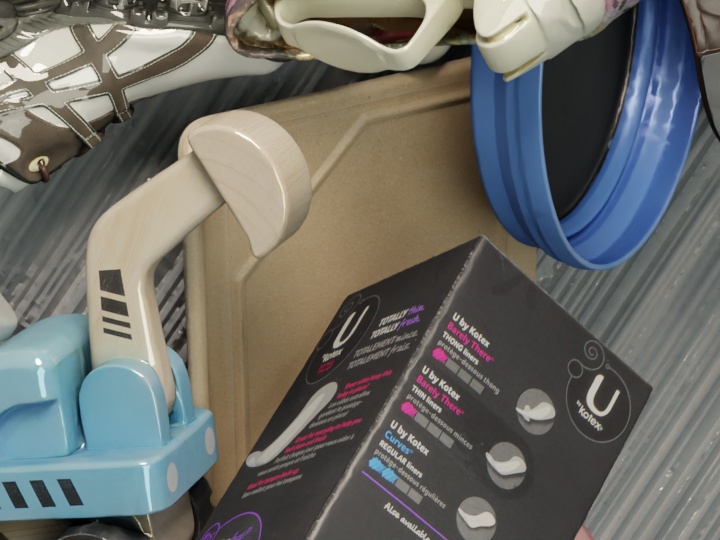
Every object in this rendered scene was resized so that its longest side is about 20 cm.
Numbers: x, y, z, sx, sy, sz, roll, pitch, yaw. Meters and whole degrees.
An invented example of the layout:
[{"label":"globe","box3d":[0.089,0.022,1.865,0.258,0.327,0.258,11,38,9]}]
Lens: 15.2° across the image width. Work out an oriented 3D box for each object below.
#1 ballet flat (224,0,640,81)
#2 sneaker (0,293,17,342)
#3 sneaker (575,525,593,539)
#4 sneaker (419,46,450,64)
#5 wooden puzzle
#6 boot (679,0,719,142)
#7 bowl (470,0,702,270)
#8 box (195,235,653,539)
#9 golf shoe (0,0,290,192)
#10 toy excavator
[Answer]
[{"label":"ballet flat","box3d":[0.036,-0.108,1.070,0.069,0.198,0.071,64,32,-42]},{"label":"sneaker","box3d":[-0.246,0.011,1.121,0.199,0.071,0.100,25,104,-30]},{"label":"sneaker","box3d":[0.033,0.133,1.237,0.199,0.075,0.105,-20,127,-30]},{"label":"sneaker","box3d":[0.059,-0.174,1.189,0.075,0.087,0.201,25,91,-25]},{"label":"wooden puzzle","box3d":[0.000,0.000,1.213,0.199,0.037,0.186,-17,120,-32]},{"label":"boot","box3d":[0.168,-0.147,1.218,0.074,0.097,0.202,-5,94,2]},{"label":"bowl","box3d":[0.104,-0.102,1.193,0.200,0.039,0.202,-31,125,-57]},{"label":"box","box3d":[0.013,0.104,1.108,0.106,0.122,0.201,40,62,-16]},{"label":"golf shoe","box3d":[-0.124,-0.082,1.146,0.198,0.078,0.095,0,110,-14]},{"label":"toy excavator","box3d":[-0.107,0.042,1.120,0.193,0.100,0.202,-5,104,18]}]
